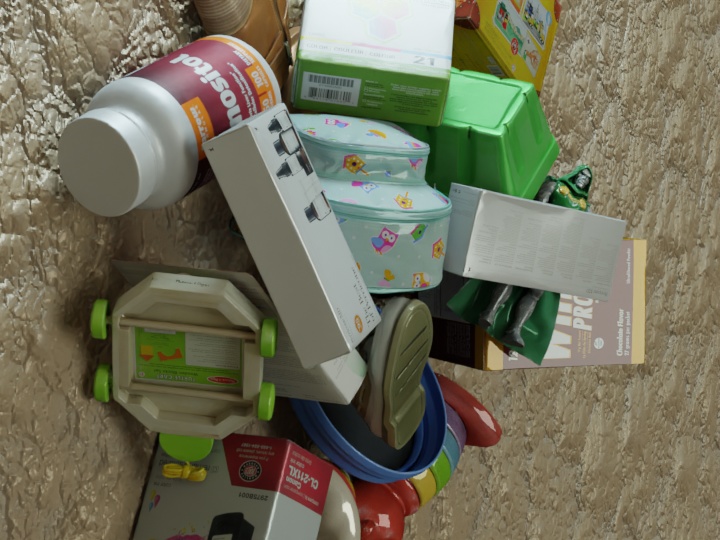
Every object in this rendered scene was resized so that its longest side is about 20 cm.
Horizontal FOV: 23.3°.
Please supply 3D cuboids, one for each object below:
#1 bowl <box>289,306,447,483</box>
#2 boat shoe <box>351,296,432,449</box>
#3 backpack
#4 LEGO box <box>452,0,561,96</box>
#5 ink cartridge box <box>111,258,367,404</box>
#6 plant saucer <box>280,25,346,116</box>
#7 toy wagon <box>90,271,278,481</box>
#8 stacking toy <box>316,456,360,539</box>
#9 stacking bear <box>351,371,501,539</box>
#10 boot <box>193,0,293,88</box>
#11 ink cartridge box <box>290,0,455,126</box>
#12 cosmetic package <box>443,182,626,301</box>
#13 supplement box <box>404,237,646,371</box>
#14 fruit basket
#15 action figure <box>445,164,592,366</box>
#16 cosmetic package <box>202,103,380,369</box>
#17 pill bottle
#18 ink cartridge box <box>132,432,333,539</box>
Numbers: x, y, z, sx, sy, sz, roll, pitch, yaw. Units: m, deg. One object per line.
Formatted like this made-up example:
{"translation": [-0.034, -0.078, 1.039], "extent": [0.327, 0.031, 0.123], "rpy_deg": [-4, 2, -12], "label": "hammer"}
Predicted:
{"translation": [0.003, 0.121, 1.752], "extent": [0.200, 0.039, 0.202], "rpy_deg": [31, 40, -30], "label": "bowl"}
{"translation": [0.020, 0.089, 1.616], "extent": [0.075, 0.068, 0.201], "rpy_deg": [-46, 155, -33], "label": "boat shoe"}
{"translation": [-0.009, -0.059, 1.599], "extent": [0.174, 0.200, 0.155], "rpy_deg": [3, 114, -28], "label": "backpack"}
{"translation": [0.149, -0.297, 2.015], "extent": [0.200, 0.076, 0.150], "rpy_deg": [45, 54, -50], "label": "LEGO box"}
{"translation": [-0.105, 0.040, 1.537], "extent": [0.201, 0.159, 0.050], "rpy_deg": [58, 48, -43], "label": "ink cartridge box"}
{"translation": [-0.042, -0.144, 1.754], "extent": [0.200, 0.032, 0.203], "rpy_deg": [-8, 99, -58], "label": "plant saucer"}
{"translation": [-0.148, 0.092, 1.479], "extent": [0.040, 0.153, 0.202], "rpy_deg": [-80, 176, -53], "label": "toy wagon"}
{"translation": [-0.047, 0.230, 1.705], "extent": [0.200, 0.144, 0.148], "rpy_deg": [-20, 110, -73], "label": "stacking toy"}
{"translation": [0.040, 0.213, 1.846], "extent": [0.114, 0.121, 0.200], "rpy_deg": [51, 55, -20], "label": "stacking bear"}
{"translation": [-0.091, -0.271, 1.638], "extent": [0.201, 0.073, 0.155], "rpy_deg": [-63, 145, -29], "label": "boot"}
{"translation": [0.016, -0.247, 1.686], "extent": [0.076, 0.146, 0.202], "rpy_deg": [101, -5, -57], "label": "ink cartridge box"}
{"translation": [0.163, -0.025, 1.666], "extent": [0.198, 0.050, 0.084], "rpy_deg": [10, 93, -39], "label": "cosmetic package"}
{"translation": [0.176, 0.029, 1.892], "extent": [0.195, 0.200, 0.135], "rpy_deg": [-1, 94, -23], "label": "supplement box"}
{"translation": [0.094, -0.104, 1.773], "extent": [0.156, 0.213, 0.217], "rpy_deg": [-56, 136, -41], "label": "fruit basket"}
{"translation": [0.182, -0.022, 1.758], "extent": [0.118, 0.055, 0.201], "rpy_deg": [33, 75, -17], "label": "action figure"}
{"translation": [-0.054, -0.029, 1.434], "extent": [0.202, 0.050, 0.083], "rpy_deg": [66, 26, -9], "label": "cosmetic package"}
{"translation": [-0.162, -0.120, 1.480], "extent": [0.200, 0.112, 0.114], "rpy_deg": [-38, 124, -51], "label": "pill bottle"}
{"translation": [-0.123, 0.250, 1.536], "extent": [0.083, 0.144, 0.202], "rpy_deg": [39, 59, -53], "label": "ink cartridge box"}
